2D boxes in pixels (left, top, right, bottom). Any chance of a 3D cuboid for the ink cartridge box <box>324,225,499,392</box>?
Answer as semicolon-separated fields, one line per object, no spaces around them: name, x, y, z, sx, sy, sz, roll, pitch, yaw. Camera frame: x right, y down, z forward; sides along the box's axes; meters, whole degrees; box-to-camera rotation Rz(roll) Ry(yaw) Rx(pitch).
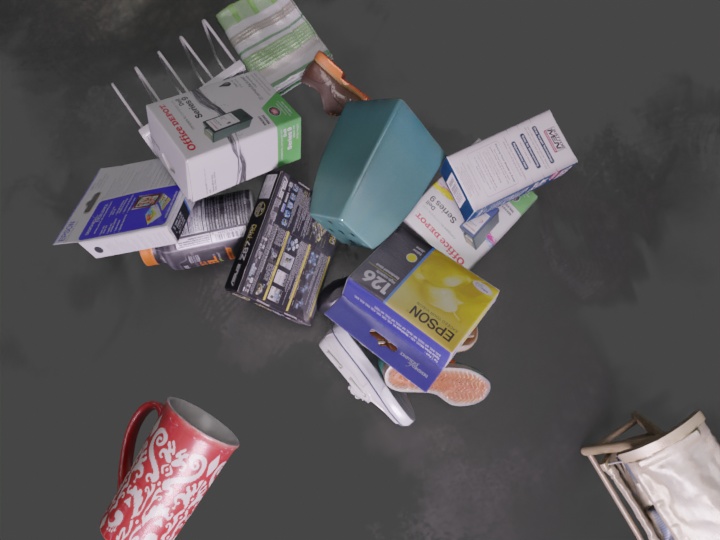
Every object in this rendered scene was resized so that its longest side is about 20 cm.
ink cartridge box;0.079;0.047;0.922;0.196;0.048;0.200;35;54;17

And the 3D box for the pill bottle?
pill bottle;-0.264;-0.063;1.004;0.194;0.106;0.109;-12;79;-4

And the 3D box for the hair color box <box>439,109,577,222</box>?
hair color box;0.237;-0.168;0.984;0.196;0.061;0.102;-25;81;-10

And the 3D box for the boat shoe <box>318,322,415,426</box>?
boat shoe;0.009;0.176;0.994;0.066;0.073;0.202;-39;78;16

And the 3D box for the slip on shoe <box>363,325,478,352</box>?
slip on shoe;0.084;0.099;0.958;0.194;0.061;0.078;-1;71;-4

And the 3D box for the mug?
mug;-0.300;0.312;0.935;0.133;0.176;0.203;36;82;-32

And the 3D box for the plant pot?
plant pot;0.014;-0.148;0.985;0.141;0.140;0.203;39;73;-39

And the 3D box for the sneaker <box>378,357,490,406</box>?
sneaker;0.120;0.160;0.992;0.195;0.080;0.073;17;112;-20

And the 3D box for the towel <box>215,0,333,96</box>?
towel;-0.160;-0.431;1.123;0.147;0.031;0.202;-33;81;-9

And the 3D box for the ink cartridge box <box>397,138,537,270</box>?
ink cartridge box;0.179;-0.097;1.039;0.200;0.088;0.146;-43;84;-9

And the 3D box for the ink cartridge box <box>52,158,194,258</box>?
ink cartridge box;-0.354;-0.106;0.962;0.194;0.044;0.201;-7;43;12

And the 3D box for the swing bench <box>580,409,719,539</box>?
swing bench;0.465;0.329;0.905;0.128;0.200;0.202;-30;80;-8

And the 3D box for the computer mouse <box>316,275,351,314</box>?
computer mouse;0.000;0.000;1.019;0.199;0.059;0.034;-40;83;-19

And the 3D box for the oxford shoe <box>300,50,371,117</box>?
oxford shoe;-0.023;-0.296;1.090;0.200;0.071;0.073;45;102;3

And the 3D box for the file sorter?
file sorter;-0.299;-0.299;1.036;0.198;0.139;0.125;-38;79;-9

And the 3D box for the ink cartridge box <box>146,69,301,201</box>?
ink cartridge box;-0.210;-0.213;0.945;0.197;0.085;0.146;-28;60;-27

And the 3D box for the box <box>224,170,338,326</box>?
box;-0.115;-0.034;0.985;0.160;0.048;0.205;28;75;-41
